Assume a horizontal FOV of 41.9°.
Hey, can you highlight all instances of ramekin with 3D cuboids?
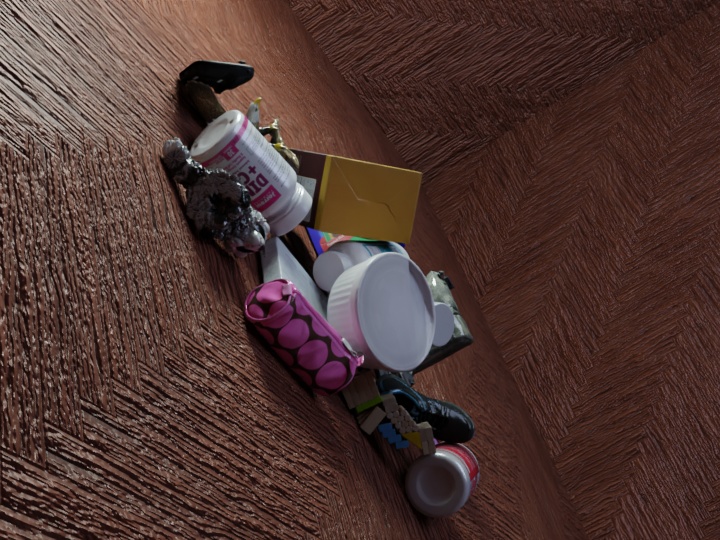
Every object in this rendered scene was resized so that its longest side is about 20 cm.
[{"bbox_3d":[0.031,0.074,1.581,0.202,0.094,0.204,12,73,-45],"label":"ramekin"}]

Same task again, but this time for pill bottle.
[{"bbox_3d":[0.152,0.367,1.683,0.113,0.112,0.200,61,12,9],"label":"pill bottle"},{"bbox_3d":[-0.177,-0.157,1.559,0.200,0.113,0.114,46,16,-29],"label":"pill bottle"},{"bbox_3d":[0.082,0.097,1.814,0.199,0.111,0.111,3,-41,49],"label":"pill bottle"},{"bbox_3d":[0.000,0.000,1.718,0.200,0.111,0.111,-1,59,-55],"label":"pill bottle"}]

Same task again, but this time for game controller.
[{"bbox_3d":[-0.255,-0.344,1.651,0.104,0.042,0.200,12,-1,-21],"label":"game controller"}]

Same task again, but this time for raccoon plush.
[{"bbox_3d":[-0.208,-0.110,1.429,0.201,0.096,0.134,63,5,20],"label":"raccoon plush"}]

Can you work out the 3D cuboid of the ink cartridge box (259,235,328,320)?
[{"bbox_3d":[-0.095,0.069,1.561,0.197,0.043,0.200,53,15,-34],"label":"ink cartridge box"}]

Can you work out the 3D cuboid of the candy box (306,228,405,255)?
[{"bbox_3d":[-0.023,-0.102,1.972,0.077,0.168,0.201,47,15,-57],"label":"candy box"}]

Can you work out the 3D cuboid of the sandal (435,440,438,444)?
[{"bbox_3d":[0.116,0.292,1.874,0.203,0.050,0.083,55,12,-18],"label":"sandal"}]

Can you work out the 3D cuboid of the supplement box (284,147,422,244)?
[{"bbox_3d":[-0.029,-0.140,1.741,0.196,0.134,0.200,7,7,-33],"label":"supplement box"}]

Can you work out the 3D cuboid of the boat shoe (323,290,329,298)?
[{"bbox_3d":[-0.028,0.037,1.826,0.200,0.072,0.073,-36,106,-56],"label":"boat shoe"}]

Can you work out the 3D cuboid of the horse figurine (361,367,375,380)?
[{"bbox_3d":[-0.015,0.139,1.708,0.133,0.050,0.200,59,12,-31],"label":"horse figurine"}]

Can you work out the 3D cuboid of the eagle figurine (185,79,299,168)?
[{"bbox_3d":[-0.223,-0.249,1.681,0.199,0.152,0.151,4,5,-37],"label":"eagle figurine"}]

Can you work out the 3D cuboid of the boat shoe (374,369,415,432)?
[{"bbox_3d":[0.069,0.211,1.765,0.071,0.063,0.201,105,-31,-74],"label":"boat shoe"}]

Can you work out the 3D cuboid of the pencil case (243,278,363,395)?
[{"bbox_3d":[-0.083,0.097,1.408,0.200,0.093,0.091,48,33,-35],"label":"pencil case"}]

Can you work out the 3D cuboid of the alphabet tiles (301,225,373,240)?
[{"bbox_3d":[-0.050,-0.080,1.818,0.166,0.199,0.006,0,102,-65],"label":"alphabet tiles"}]

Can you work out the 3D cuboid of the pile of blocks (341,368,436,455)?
[{"bbox_3d":[0.043,0.248,1.603,0.200,0.082,0.062,43,-2,-4],"label":"pile of blocks"}]

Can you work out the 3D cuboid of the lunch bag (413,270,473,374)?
[{"bbox_3d":[0.119,0.113,1.962,0.168,0.199,0.139,63,12,13],"label":"lunch bag"}]

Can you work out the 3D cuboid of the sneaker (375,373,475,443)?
[{"bbox_3d":[0.112,0.258,1.675,0.199,0.074,0.082,26,8,-1],"label":"sneaker"}]
